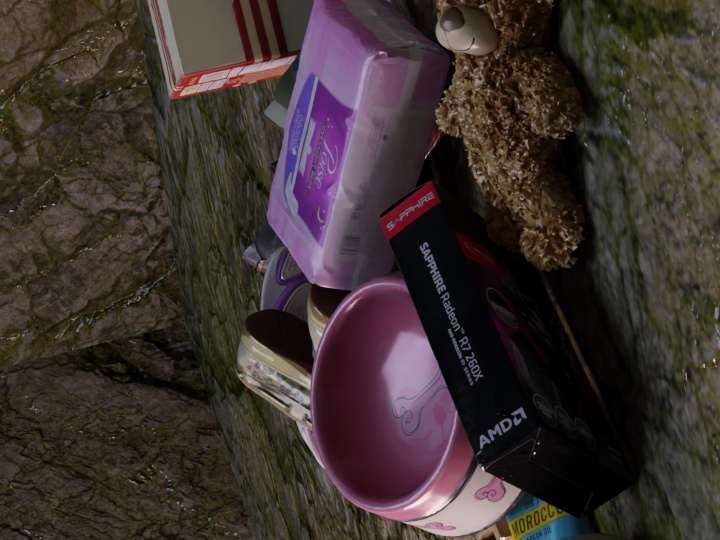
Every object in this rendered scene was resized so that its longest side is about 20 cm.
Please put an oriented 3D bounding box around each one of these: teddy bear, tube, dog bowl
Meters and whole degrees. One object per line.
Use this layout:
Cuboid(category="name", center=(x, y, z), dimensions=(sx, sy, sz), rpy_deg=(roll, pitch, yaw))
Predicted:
Cuboid(category="teddy bear", center=(0.086, -0.094, 1.045), dimensions=(0.145, 0.066, 0.201), rpy_deg=(-120, 19, -51))
Cuboid(category="tube", center=(0.143, 0.212, 1.179), dimensions=(0.077, 0.050, 0.201), rpy_deg=(-34, 62, 35))
Cuboid(category="dog bowl", center=(0.041, 0.090, 1.227), dimensions=(0.200, 0.073, 0.202), rpy_deg=(-9, 78, 49))

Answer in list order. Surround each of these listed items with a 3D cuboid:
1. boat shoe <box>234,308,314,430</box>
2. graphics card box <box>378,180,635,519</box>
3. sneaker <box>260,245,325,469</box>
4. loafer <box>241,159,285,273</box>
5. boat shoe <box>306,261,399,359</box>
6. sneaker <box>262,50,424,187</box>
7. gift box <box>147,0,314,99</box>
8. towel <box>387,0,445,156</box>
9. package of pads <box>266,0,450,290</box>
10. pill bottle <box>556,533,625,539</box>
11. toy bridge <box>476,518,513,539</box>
Cuboid(category="boat shoe", center=(-0.017, 0.107, 1.381), dimensions=(0.200, 0.073, 0.063), rpy_deg=(37, 127, 24))
Cuboid(category="graphics card box", center=(0.091, 0.049, 1.081), dimensions=(0.125, 0.051, 0.201), rpy_deg=(33, -151, -47))
Cuboid(category="sneaker", center=(-0.046, 0.077, 1.477), dimensions=(0.100, 0.074, 0.201), rpy_deg=(-173, 70, -77))
Cuboid(category="loafer", center=(-0.048, -0.086, 1.547), dimensions=(0.073, 0.072, 0.201), rpy_deg=(106, 180, -75))
Cuboid(category="boat shoe", center=(0.002, 0.001, 1.388), dimensions=(0.201, 0.073, 0.063), rpy_deg=(-70, -9, -52))
Cuboid(category="sneaker", center=(-0.006, -0.137, 1.459), dimensions=(0.200, 0.067, 0.090), rpy_deg=(34, 103, 46))
Cuboid(category="gift box", center=(-0.134, -0.276, 1.631), dimensions=(0.184, 0.199, 0.188), rpy_deg=(166, 92, -74))
Cuboid(category="towel", center=(0.011, -0.148, 1.360), dimensions=(0.144, 0.023, 0.201), rpy_deg=(-58, 41, 45))
Cuboid(category="package of pads", center=(-0.005, -0.098, 1.286), dimensions=(0.121, 0.075, 0.201), rpy_deg=(53, 135, 51))
Cuboid(category="pill bottle", center=(0.147, 0.275, 1.060), dimensions=(0.113, 0.112, 0.201), rpy_deg=(98, 157, -63))
Cuboid(category="toy bridge", center=(0.116, 0.250, 1.417), dimensions=(0.067, 0.027, 0.201), rpy_deg=(-113, 14, -45))
